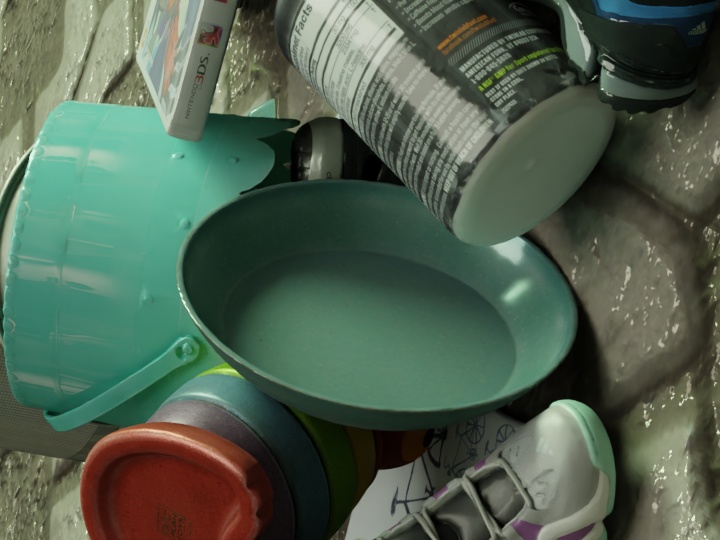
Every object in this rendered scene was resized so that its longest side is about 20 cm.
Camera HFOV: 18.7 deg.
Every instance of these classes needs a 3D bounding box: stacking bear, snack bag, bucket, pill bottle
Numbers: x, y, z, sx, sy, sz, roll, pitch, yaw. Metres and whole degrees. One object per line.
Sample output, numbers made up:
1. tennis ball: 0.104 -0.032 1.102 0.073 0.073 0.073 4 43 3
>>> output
1. stacking bear: -0.035 0.090 1.103 0.113 0.200 0.122 24 124 29
2. snack bag: 0.034 0.151 1.152 0.200 0.021 0.189 29 105 62
3. bucket: -0.113 0.001 1.235 0.207 0.134 0.208 8 -90 -84
4. pill bottle: 0.028 -0.114 1.103 0.200 0.106 0.106 48 125 26

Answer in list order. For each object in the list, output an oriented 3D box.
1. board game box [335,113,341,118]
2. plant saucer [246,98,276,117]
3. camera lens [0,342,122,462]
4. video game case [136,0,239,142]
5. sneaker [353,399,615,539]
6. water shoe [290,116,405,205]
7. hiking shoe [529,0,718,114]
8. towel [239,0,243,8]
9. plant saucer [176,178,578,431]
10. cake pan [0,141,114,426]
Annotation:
1. board game box: 0.006 -0.062 1.295 0.200 0.030 0.096 -50 37 38
2. plant saucer: -0.063 -0.003 1.371 0.070 0.019 0.201 128 140 -68
3. camera lens: -0.209 0.044 1.471 0.160 0.199 0.161 -35 49 53
4. video game case: -0.085 -0.180 1.197 0.200 0.023 0.183 -123 48 -70
5. sneaker: 0.024 0.139 1.012 0.200 0.140 0.078 -60 43 21
6. water shoe: 0.000 0.000 1.233 0.200 0.079 0.072 93 174 -47
7. hiking shoe: 0.102 -0.166 1.046 0.200 0.074 0.087 46 134 25
8. towel: -0.106 -0.249 1.449 0.200 0.023 0.145 -5 -68 -71
9. plant saucer: 0.007 0.022 1.082 0.200 0.199 0.036 -116 29 -51
10. cake pan: -0.143 -0.001 1.379 0.037 0.200 0.201 0 78 47
